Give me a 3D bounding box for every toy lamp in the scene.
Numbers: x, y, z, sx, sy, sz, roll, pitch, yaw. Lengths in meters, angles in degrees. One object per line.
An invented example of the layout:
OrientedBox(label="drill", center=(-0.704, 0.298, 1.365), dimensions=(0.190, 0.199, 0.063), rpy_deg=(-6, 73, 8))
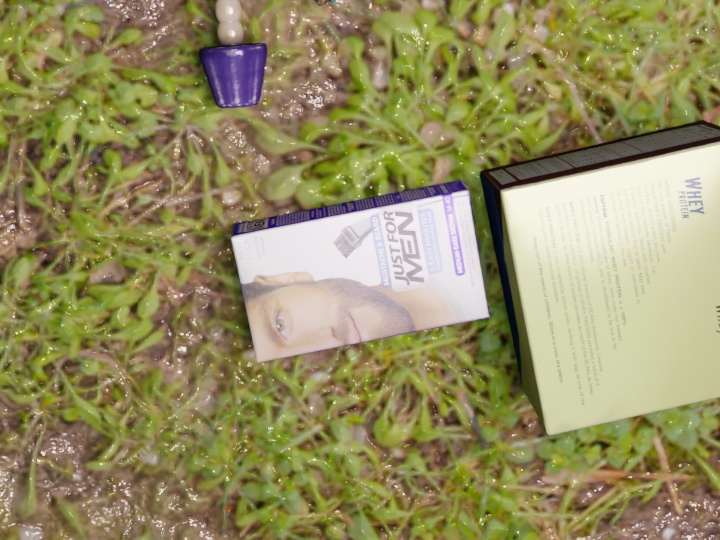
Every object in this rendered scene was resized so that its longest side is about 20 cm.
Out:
OrientedBox(label="toy lamp", center=(-0.106, -0.231, 1.131), dimensions=(0.057, 0.058, 0.203), rpy_deg=(-4, 102, -2))

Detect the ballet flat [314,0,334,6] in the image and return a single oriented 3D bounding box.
OrientedBox(label="ballet flat", center=(-0.033, -0.308, 1.102), dimensions=(0.065, 0.070, 0.203), rpy_deg=(11, 85, -16))

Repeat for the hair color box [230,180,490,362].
OrientedBox(label="hair color box", center=(0.000, 0.000, 1.179), dimensions=(0.197, 0.065, 0.111), rpy_deg=(-11, 102, 1))

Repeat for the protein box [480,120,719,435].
OrientedBox(label="protein box", center=(0.218, 0.001, 1.151), dimensions=(0.197, 0.135, 0.201), rpy_deg=(-12, 101, 0))
